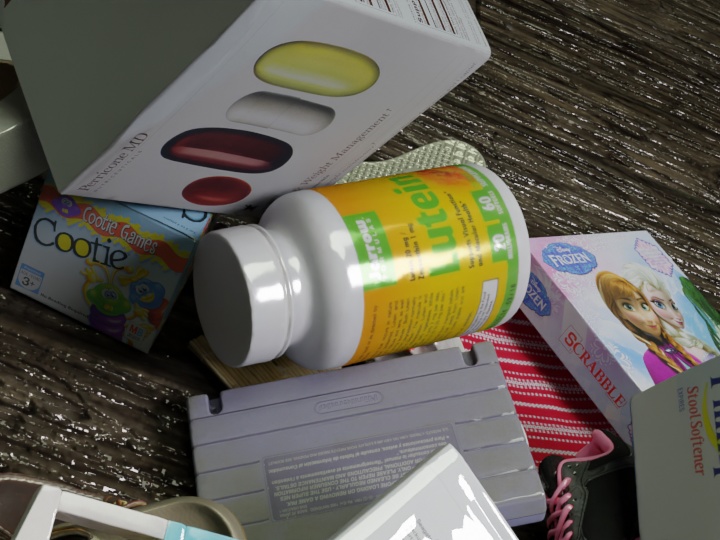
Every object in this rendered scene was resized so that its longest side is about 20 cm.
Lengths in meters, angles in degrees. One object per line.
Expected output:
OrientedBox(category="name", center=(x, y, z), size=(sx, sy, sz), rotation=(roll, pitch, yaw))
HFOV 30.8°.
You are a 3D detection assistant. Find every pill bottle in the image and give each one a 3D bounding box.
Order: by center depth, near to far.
OrientedBox(category="pill bottle", center=(0.000, 0.000, 0.827), size=(0.198, 0.112, 0.112), rotation=(-12, 50, -30))

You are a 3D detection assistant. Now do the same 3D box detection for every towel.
OrientedBox(category="towel", center=(0.137, 0.091, 0.974), size=(0.143, 0.023, 0.201), rotation=(10, 39, -23))

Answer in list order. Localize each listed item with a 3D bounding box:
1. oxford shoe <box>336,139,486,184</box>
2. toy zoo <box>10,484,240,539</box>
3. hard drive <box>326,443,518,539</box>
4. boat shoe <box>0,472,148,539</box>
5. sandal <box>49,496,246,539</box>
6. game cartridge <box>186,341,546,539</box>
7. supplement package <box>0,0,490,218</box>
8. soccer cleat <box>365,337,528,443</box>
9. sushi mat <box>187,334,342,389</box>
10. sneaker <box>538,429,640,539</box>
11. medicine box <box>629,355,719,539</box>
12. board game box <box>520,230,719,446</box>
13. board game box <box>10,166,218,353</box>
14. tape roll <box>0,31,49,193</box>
OrientedBox(category="oxford shoe", center=(0.012, -0.053, 1.044), size=(0.198, 0.058, 0.076), rotation=(-15, 58, -26))
OrientedBox(category="toy zoo", center=(-0.097, 0.179, 0.585), size=(0.198, 0.020, 0.133), rotation=(19, 67, -18))
OrientedBox(category="hard drive", center=(0.011, 0.199, 0.654), size=(0.199, 0.027, 0.133), rotation=(-35, 89, -30))
OrientedBox(category="boat shoe", center=(-0.114, 0.153, 0.684), size=(0.198, 0.071, 0.071), rotation=(25, 36, -3))
OrientedBox(category="sandal", center=(-0.144, 0.158, 0.609), size=(0.198, 0.054, 0.081), rotation=(-21, 76, -17))
OrientedBox(category="game cartridge", center=(0.000, 0.114, 0.777), size=(0.197, 0.039, 0.131), rotation=(-10, 48, -5))
OrientedBox(category="supplement package", center=(-0.070, -0.145, 0.771), size=(0.199, 0.191, 0.148), rotation=(4, 56, -51))
OrientedBox(category="soccer cleat", center=(0.056, 0.087, 0.897), size=(0.069, 0.078, 0.200), rotation=(-30, 37, -6))
OrientedBox(category="sushi mat", center=(-0.022, 0.100, 0.860), size=(0.095, 0.012, 0.200), rotation=(-21, 57, -45))
OrientedBox(category="sneaker", center=(0.143, 0.165, 0.835), size=(0.095, 0.079, 0.200), rotation=(40, 33, 11))
OrientedBox(category="medicine box", center=(0.267, 0.177, 0.803), size=(0.199, 0.102, 0.184), rotation=(34, 43, -31))
OrientedBox(category="board game box", center=(0.227, 0.055, 1.033), size=(0.199, 0.041, 0.200), rotation=(-5, 51, -49))
OrientedBox(category="board game box", center=(-0.145, -0.058, 0.895), size=(0.104, 0.104, 0.201), rotation=(26, 35, -5))
OrientedBox(category="tape roll", center=(-0.259, -0.096, 0.831), size=(0.200, 0.037, 0.204), rotation=(-11, 31, 6))
